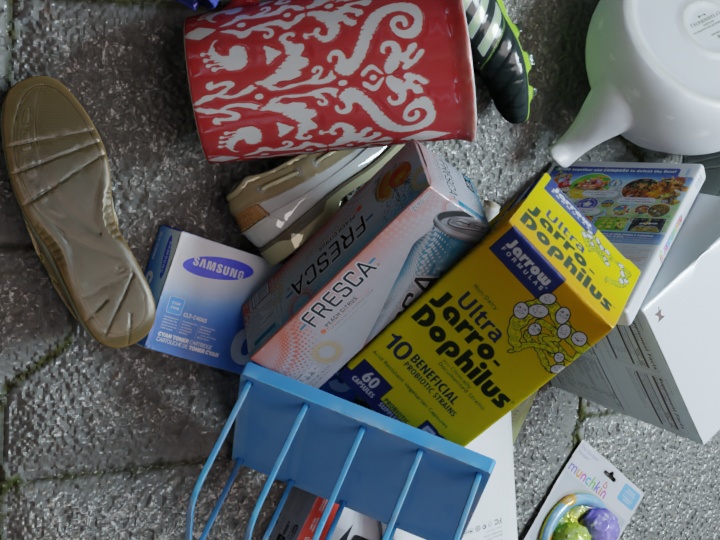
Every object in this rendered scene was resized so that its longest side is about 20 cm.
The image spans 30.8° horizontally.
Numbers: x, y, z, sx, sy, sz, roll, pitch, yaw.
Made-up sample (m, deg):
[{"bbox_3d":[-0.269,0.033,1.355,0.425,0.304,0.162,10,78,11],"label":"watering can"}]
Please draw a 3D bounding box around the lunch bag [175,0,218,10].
[{"bbox_3d":[-0.150,-0.297,0.897,0.200,0.124,0.171,26,85,-25],"label":"lunch bag"}]

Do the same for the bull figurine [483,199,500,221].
[{"bbox_3d":[0.048,-0.026,1.101,0.200,0.065,0.122,34,79,-43],"label":"bull figurine"}]

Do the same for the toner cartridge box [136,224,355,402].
[{"bbox_3d":[-0.080,0.038,1.051,0.200,0.043,0.095,18,89,-33],"label":"toner cartridge box"}]

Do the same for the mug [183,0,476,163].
[{"bbox_3d":[-0.026,-0.163,0.979,0.199,0.178,0.134,-9,142,0],"label":"mug"}]

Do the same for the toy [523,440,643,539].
[{"bbox_3d":[0.211,0.282,1.277,0.115,0.047,0.200,41,78,-32],"label":"toy"}]

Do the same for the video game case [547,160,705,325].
[{"bbox_3d":[0.194,-0.029,1.110,0.200,0.143,0.018,-54,135,-39],"label":"video game case"}]

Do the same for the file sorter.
[{"bbox_3d":[-0.022,0.185,0.985,0.199,0.139,0.123,21,53,7],"label":"file sorter"}]

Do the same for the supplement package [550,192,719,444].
[{"bbox_3d":[0.257,0.028,1.164,0.152,0.200,0.151,-39,117,-19],"label":"supplement package"}]

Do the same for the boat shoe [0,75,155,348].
[{"bbox_3d":[-0.212,-0.039,0.942,0.074,0.066,0.201,-20,97,-26],"label":"boat shoe"}]

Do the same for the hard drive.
[{"bbox_3d":[0.076,0.190,1.129,0.132,0.027,0.201,-13,107,-30],"label":"hard drive"}]

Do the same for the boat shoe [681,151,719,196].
[{"bbox_3d":[0.343,-0.104,1.224,0.202,0.074,0.065,-74,146,-52],"label":"boat shoe"}]

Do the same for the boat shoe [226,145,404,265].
[{"bbox_3d":[-0.023,-0.092,1.040,0.068,0.075,0.200,49,58,-8],"label":"boat shoe"}]

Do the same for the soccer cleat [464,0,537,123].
[{"bbox_3d":[0.089,-0.211,1.102,0.081,0.068,0.201,-24,111,-7],"label":"soccer cleat"}]

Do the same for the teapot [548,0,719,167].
[{"bbox_3d":[0.284,-0.180,1.179,0.199,0.146,0.198,13,62,-10],"label":"teapot"}]

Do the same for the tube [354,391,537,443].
[{"bbox_3d":[0.080,0.107,1.162,0.200,0.058,0.052,18,53,-36],"label":"tube"}]

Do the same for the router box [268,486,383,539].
[{"bbox_3d":[0.002,0.252,1.141,0.179,0.049,0.201,29,84,-32],"label":"router box"}]

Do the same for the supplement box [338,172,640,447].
[{"bbox_3d":[0.097,0.041,0.996,0.109,0.200,0.110,45,31,-1],"label":"supplement box"}]

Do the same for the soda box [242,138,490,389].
[{"bbox_3d":[0.000,0.000,0.973,0.068,0.064,0.200,31,118,-32],"label":"soda box"}]
